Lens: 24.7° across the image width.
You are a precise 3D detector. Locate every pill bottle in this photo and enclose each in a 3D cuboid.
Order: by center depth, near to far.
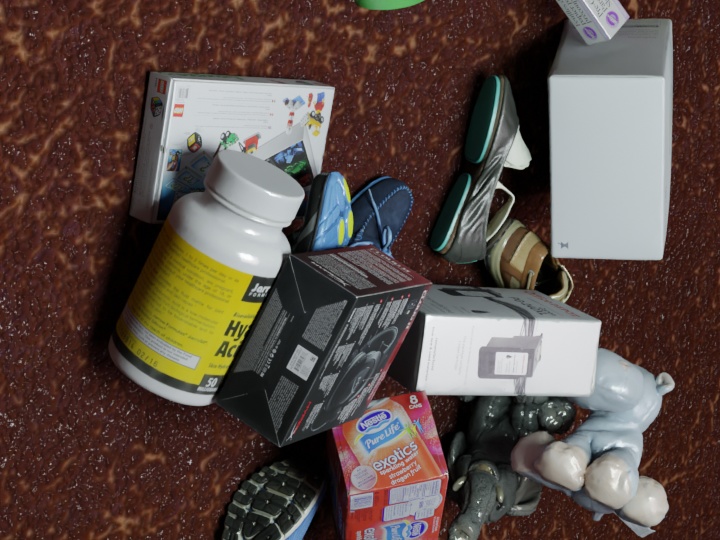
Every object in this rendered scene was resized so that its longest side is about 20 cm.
[{"bbox_3d":[-0.126,0.004,1.391,0.111,0.111,0.201,6,117,-49],"label":"pill bottle"}]

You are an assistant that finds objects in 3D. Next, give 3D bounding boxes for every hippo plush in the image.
[{"bbox_3d":[0.273,0.172,1.709,0.200,0.159,0.161,33,77,-38],"label":"hippo plush"}]

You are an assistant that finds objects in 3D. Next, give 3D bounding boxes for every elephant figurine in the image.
[{"bbox_3d":[0.143,0.215,1.802,0.155,0.141,0.201,25,79,-35],"label":"elephant figurine"}]

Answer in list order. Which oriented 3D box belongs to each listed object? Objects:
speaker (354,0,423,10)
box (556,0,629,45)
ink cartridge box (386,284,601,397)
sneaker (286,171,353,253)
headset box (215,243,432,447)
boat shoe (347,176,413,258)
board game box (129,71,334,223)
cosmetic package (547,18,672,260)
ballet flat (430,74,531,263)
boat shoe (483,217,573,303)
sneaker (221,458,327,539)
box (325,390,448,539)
[{"bbox_3d":[0.018,-0.341,1.479,0.088,0.088,0.201,-31,126,-37],"label":"speaker"},{"bbox_3d":[0.196,-0.319,1.662,0.041,0.039,0.200,-46,109,-24],"label":"box"},{"bbox_3d":[0.120,0.069,1.653,0.199,0.145,0.084,2,101,-24],"label":"ink cartridge box"},{"bbox_3d":[-0.067,-0.001,1.499,0.200,0.082,0.071,-66,163,18],"label":"sneaker"},{"bbox_3d":[-0.024,0.061,1.450,0.149,0.077,0.200,-63,163,15],"label":"headset box"},{"bbox_3d":[0.000,0.000,1.601,0.200,0.068,0.084,-58,138,-15],"label":"boat shoe"},{"bbox_3d":[-0.111,-0.108,1.461,0.199,0.035,0.127,-3,109,-48],"label":"board game box"},{"bbox_3d":[0.267,-0.142,1.741,0.200,0.122,0.200,-63,152,-61],"label":"cosmetic package"},{"bbox_3d":[0.133,-0.102,1.711,0.068,0.068,0.201,16,100,-21],"label":"ballet flat"},{"bbox_3d":[0.191,0.017,1.799,0.076,0.074,0.200,-57,152,-12],"label":"boat shoe"},{"bbox_3d":[-0.097,0.274,1.607,0.200,0.078,0.089,-55,148,-9],"label":"sneaker"},{"bbox_3d":[0.022,0.208,1.604,0.099,0.096,0.200,-10,150,-7],"label":"box"}]
